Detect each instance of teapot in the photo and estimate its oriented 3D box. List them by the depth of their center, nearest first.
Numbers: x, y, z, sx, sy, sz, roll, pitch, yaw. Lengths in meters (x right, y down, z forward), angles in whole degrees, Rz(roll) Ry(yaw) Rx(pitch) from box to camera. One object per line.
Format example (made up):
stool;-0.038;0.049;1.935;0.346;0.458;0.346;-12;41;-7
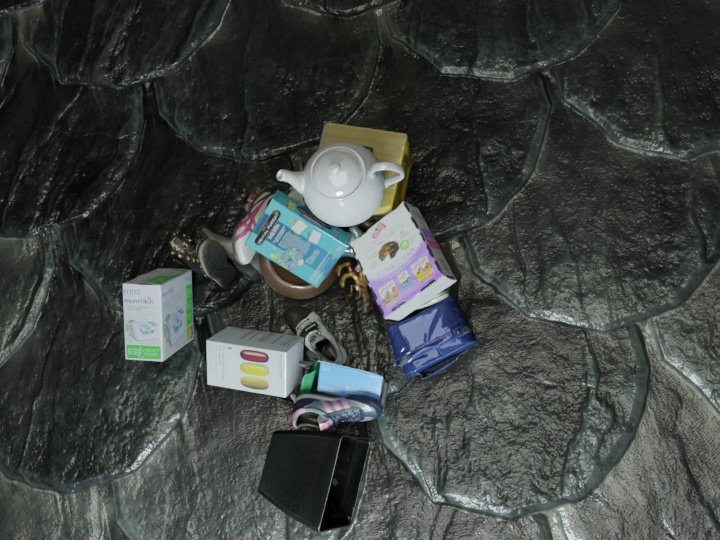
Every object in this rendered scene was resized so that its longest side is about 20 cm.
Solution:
teapot;-0.038;-0.195;1.529;0.197;0.146;0.200;43;86;13

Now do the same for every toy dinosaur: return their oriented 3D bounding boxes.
toy dinosaur;0.000;0.000;1.700;0.105;0.060;0.201;-2;107;-20

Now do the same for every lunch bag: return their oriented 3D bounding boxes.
lunch bag;0.159;0.165;1.623;0.199;0.136;0.133;-28;75;0

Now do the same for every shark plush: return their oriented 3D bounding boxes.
shark plush;0.021;-0.038;1.734;0.199;0.091;0.084;26;82;-14

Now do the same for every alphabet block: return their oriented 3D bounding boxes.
alphabet block;0.005;-0.215;1.699;0.199;0.195;0.198;10;81;9

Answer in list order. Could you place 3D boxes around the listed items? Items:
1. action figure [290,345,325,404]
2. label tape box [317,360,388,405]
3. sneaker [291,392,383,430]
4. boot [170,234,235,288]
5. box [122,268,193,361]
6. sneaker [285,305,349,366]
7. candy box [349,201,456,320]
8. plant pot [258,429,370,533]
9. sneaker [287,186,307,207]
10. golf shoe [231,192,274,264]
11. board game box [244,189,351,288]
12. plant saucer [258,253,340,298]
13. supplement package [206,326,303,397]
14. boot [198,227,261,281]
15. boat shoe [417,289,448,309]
action figure;-0.121;0.280;1.634;0.054;0.118;0.201;18;122;17
label tape box;-0.019;0.259;1.594;0.142;0.200;0.067;11;76;10
sneaker;-0.052;0.313;1.534;0.198;0.082;0.071;-3;122;14
boot;-0.390;-0.038;1.716;0.150;0.200;0.073;26;75;18
box;-0.469;0.097;1.667;0.096;0.200;0.178;3;99;7
sneaker;-0.106;0.152;1.689;0.200;0.089;0.074;42;87;15
candy box;0.090;-0.020;1.571;0.167;0.071;0.201;-36;64;23
plant pot;-0.108;0.445;1.580;0.176;0.200;0.201;10;79;21
sneaker;-0.148;-0.147;1.737;0.080;0.075;0.201;-9;39;15
golf shoe;-0.245;-0.105;1.714;0.092;0.073;0.201;0;60;27
board game box;-0.142;-0.070;1.636;0.199;0.047;0.151;32;126;-10
plant saucer;-0.146;-0.033;1.736;0.199;0.035;0.202;2;77;-7
supplement package;-0.241;0.208;1.653;0.199;0.109;0.115;6;105;17
boot;-0.293;-0.075;1.784;0.199;0.068;0.131;35;75;11
boat shoe;0.120;0.052;1.635;0.074;0.199;0.063;-21;99;-35
